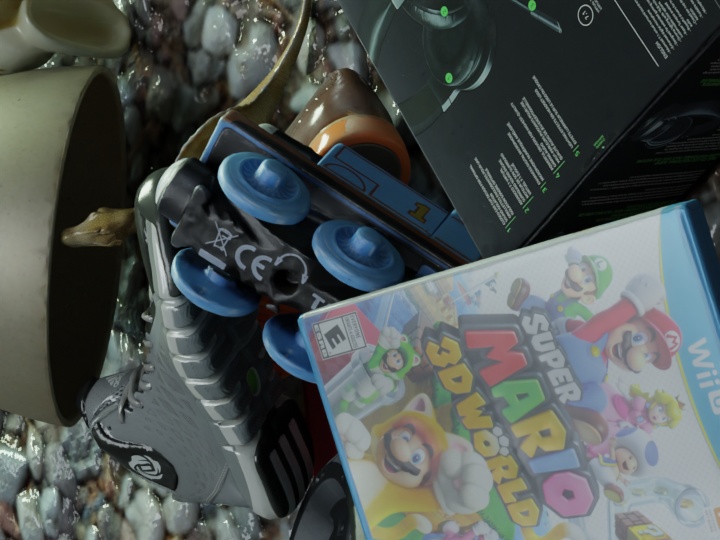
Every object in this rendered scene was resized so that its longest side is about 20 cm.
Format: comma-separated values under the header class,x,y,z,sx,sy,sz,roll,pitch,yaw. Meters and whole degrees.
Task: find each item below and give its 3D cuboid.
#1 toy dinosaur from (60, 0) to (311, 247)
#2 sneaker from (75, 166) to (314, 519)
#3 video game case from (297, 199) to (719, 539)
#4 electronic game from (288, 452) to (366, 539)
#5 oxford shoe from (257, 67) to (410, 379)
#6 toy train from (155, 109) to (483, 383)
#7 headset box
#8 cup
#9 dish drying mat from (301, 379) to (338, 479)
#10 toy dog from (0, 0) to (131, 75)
class,x,y,z,sx,sy,sz,roll,pitch,yaw
toy dinosaur,-0.070,-0.064,1.243,0.058,0.200,0.101,38,165,18
sneaker,-0.106,0.044,1.198,0.115,0.075,0.201,-4,117,29
video game case,0.075,0.063,0.991,0.199,0.018,0.144,-17,91,34
electronic game,-0.008,0.179,1.158,0.200,0.041,0.201,-169,90,-76
oxford shoe,-0.034,-0.017,1.234,0.200,0.071,0.073,-57,33,33
toy train,0.000,0.000,1.102,0.200,0.114,0.087,33,121,5
headset box,0.096,-0.117,1.039,0.200,0.093,0.174,-51,58,40
cup,-0.219,-0.019,1.300,0.143,0.200,0.201,5,102,5
dish drying mat,0.044,0.094,1.183,0.200,0.018,0.077,6,103,47
toy dog,-0.263,-0.136,1.383,0.200,0.194,0.140,-32,83,39
